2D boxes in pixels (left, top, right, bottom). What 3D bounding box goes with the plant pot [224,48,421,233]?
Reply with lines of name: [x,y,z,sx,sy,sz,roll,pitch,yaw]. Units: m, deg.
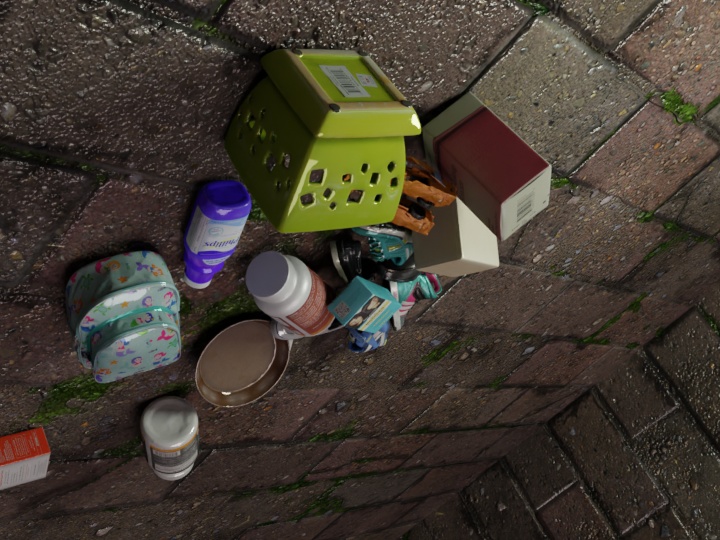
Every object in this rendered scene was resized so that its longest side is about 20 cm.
plant pot: [-0.047,-0.187,1.166,0.198,0.201,0.182,-8,139,-35]

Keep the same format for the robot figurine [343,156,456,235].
robot figurine: [0.048,-0.138,1.401,0.199,0.059,0.145,25,129,-16]

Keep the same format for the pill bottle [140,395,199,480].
pill bottle: [-0.394,0.353,1.778,0.115,0.117,0.201,-19,151,-21]

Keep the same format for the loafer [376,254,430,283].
loafer: [0.109,-0.029,1.706,0.199,0.073,0.073,-17,142,-43]

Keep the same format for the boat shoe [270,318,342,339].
boat shoe: [-0.083,0.090,1.683,0.199,0.074,0.065,-19,-165,-37]

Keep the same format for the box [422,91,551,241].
box: [0.206,-0.170,1.407,0.109,0.200,0.128,-37,153,-9]

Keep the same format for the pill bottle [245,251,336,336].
pill bottle: [-0.125,0.040,1.535,0.112,0.113,0.200,-33,152,6]

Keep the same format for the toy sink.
toy sink: [0.165,-0.100,1.567,0.111,0.202,0.130,-13,166,37]

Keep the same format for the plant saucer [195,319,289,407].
plant saucer: [-0.233,0.175,1.672,0.199,0.034,0.202,-17,125,-25]

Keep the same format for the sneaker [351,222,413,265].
sneaker: [0.045,-0.054,1.565,0.199,0.077,0.080,21,103,-55]

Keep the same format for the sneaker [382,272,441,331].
sneaker: [0.112,0.051,1.822,0.120,0.084,0.201,-16,149,-7]

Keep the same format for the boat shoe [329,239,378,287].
boat shoe: [0.000,-0.002,1.624,0.065,0.075,0.200,-15,144,9]

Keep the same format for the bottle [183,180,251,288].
bottle: [-0.232,-0.051,1.333,0.083,0.066,0.201,-10,146,-35]

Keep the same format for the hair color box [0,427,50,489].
hair color box: [-0.680,0.360,1.568,0.199,0.061,0.102,-11,146,-35]

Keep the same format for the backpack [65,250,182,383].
backpack: [-0.363,0.068,1.326,0.176,0.151,0.201,-15,144,-24]

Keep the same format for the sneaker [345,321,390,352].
sneaker: [0.013,0.120,1.842,0.082,0.074,0.201,-21,149,-14]

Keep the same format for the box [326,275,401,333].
box: [0.011,0.068,1.617,0.082,0.049,0.200,-46,162,7]

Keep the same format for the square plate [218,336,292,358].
square plate: [-0.226,0.187,1.765,0.198,0.029,0.199,-16,149,-26]
